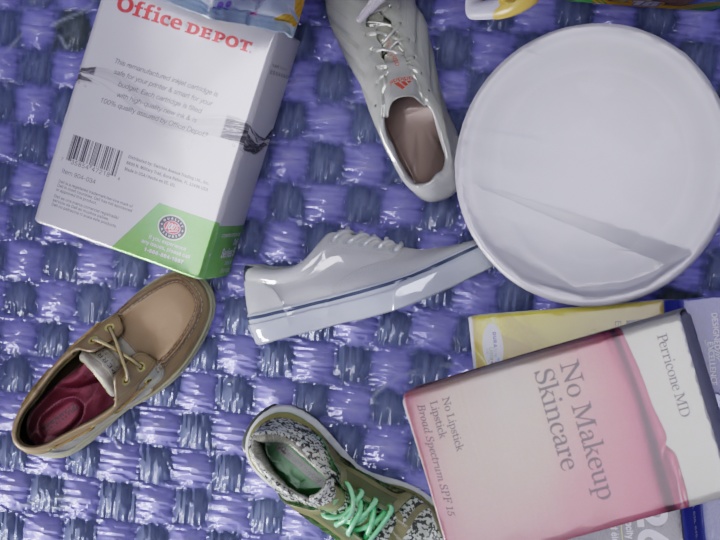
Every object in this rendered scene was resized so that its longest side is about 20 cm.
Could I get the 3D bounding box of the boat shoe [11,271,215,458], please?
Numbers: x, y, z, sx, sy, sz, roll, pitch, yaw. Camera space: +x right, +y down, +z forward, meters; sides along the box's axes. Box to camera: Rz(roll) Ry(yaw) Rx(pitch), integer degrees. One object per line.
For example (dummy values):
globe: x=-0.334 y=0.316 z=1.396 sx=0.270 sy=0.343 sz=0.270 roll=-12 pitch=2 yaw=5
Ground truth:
boat shoe: x=-0.195 y=0.078 z=1.370 sx=0.074 sy=0.066 sz=0.200 roll=45 pitch=99 yaw=8

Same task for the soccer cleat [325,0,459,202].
soccer cleat: x=0.027 y=-0.148 z=1.316 sx=0.069 sy=0.078 sz=0.201 roll=-24 pitch=86 yaw=11

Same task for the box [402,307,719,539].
box: x=0.147 y=0.114 z=1.200 sx=0.199 sy=0.109 sz=0.129 roll=-18 pitch=86 yaw=13

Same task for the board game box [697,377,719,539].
board game box: x=0.192 y=0.175 z=1.308 sx=0.150 sy=0.037 sz=0.201 roll=3 pitch=90 yaw=12

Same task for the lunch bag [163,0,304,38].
lunch bag: x=-0.123 y=-0.279 z=1.249 sx=0.200 sy=0.127 sz=0.170 roll=30 pitch=106 yaw=34

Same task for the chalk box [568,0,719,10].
chalk box: x=0.221 y=-0.255 z=1.200 sx=0.123 sy=0.200 sz=0.125 roll=3 pitch=92 yaw=-7

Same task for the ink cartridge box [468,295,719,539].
ink cartridge box: x=0.187 y=0.122 z=1.268 sx=0.199 sy=0.047 sz=0.199 roll=-6 pitch=88 yaw=15

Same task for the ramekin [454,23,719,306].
ramekin: x=0.173 y=-0.075 z=1.279 sx=0.201 sy=0.094 sz=0.204 roll=0 pitch=90 yaw=11

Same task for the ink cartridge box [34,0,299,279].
ink cartridge box: x=-0.148 y=-0.110 z=1.349 sx=0.145 sy=0.084 sz=0.201 roll=19 pitch=95 yaw=10

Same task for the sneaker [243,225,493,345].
sneaker: x=0.000 y=0.000 z=1.326 sx=0.199 sy=0.073 sz=0.071 roll=-16 pitch=91 yaw=12

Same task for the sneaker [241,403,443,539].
sneaker: x=-0.014 y=0.179 z=1.323 sx=0.199 sy=0.089 sz=0.077 roll=33 pitch=97 yaw=9

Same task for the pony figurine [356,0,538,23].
pony figurine: x=0.076 y=-0.265 z=1.237 sx=0.200 sy=0.166 sz=0.194 roll=13 pitch=83 yaw=53
